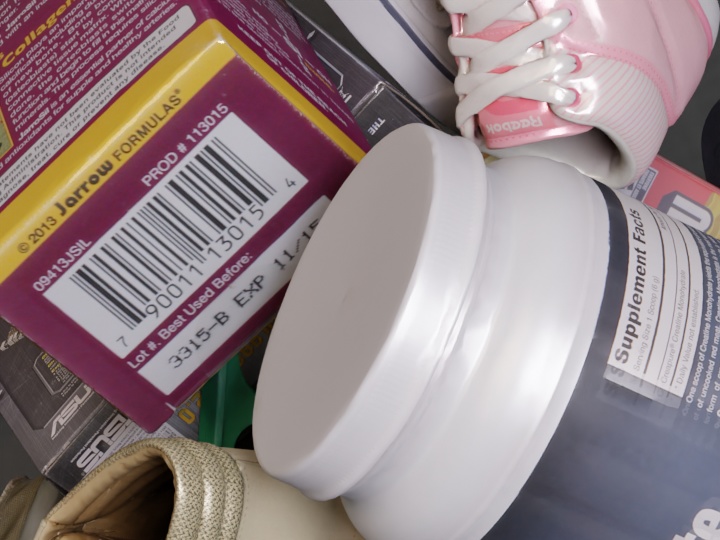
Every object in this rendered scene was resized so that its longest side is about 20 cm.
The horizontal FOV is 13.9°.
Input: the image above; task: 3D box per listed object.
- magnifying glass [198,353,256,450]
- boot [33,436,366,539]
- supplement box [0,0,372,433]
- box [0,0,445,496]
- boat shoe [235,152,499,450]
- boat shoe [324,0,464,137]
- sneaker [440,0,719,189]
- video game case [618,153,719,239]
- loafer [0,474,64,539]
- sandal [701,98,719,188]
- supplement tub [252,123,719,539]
[{"bbox_3d":[-0.044,0.071,1.125,0.201,0.079,0.022,-60,36,15],"label":"magnifying glass"},{"bbox_3d":[-0.059,0.132,1.046,0.200,0.155,0.073,-55,55,30],"label":"boot"},{"bbox_3d":[-0.087,-0.056,1.102,0.131,0.103,0.200,-43,33,11],"label":"supplement box"},{"bbox_3d":[-0.070,-0.013,1.180,0.200,0.048,0.158,-49,31,1],"label":"box"},{"bbox_3d":[0.000,0.000,1.176,0.200,0.072,0.076,-39,48,6],"label":"boat shoe"},{"bbox_3d":[0.013,-0.126,1.138,0.066,0.200,0.072,-38,43,6],"label":"boat shoe"},{"bbox_3d":[0.058,-0.109,1.071,0.075,0.200,0.105,-5,49,41],"label":"sneaker"},{"bbox_3d":[0.130,0.051,1.092,0.200,0.017,0.144,33,99,38],"label":"video game case"},{"bbox_3d":[-0.167,0.167,1.181,0.069,0.075,0.201,20,81,24],"label":"loafer"},{"bbox_3d":[0.171,0.015,1.106,0.076,0.043,0.201,-26,63,13],"label":"sandal"},{"bbox_3d":[0.080,0.048,0.973,0.141,0.199,0.141,-55,21,32],"label":"supplement tub"}]
